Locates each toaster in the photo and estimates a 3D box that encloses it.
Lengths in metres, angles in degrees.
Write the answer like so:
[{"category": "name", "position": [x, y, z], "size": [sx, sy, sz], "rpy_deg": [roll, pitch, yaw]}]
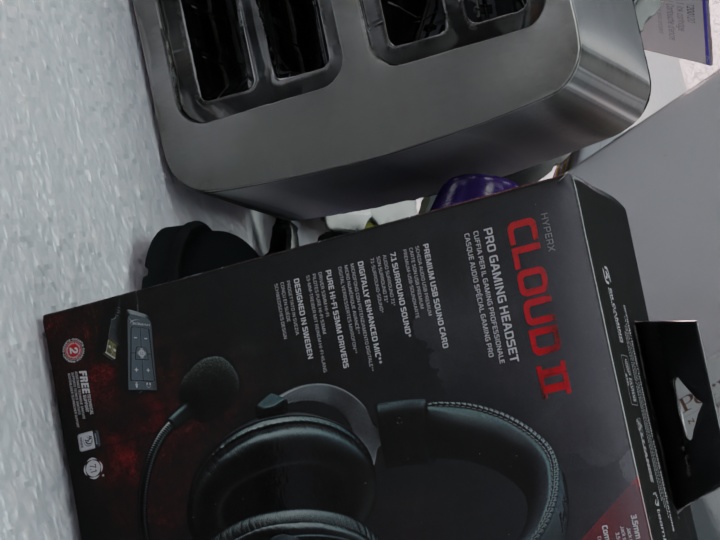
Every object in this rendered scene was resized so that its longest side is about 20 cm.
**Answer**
[{"category": "toaster", "position": [0.007, -0.114, 0.961], "size": [0.119, 0.180, 0.201], "rpy_deg": [8, 69, -69]}]

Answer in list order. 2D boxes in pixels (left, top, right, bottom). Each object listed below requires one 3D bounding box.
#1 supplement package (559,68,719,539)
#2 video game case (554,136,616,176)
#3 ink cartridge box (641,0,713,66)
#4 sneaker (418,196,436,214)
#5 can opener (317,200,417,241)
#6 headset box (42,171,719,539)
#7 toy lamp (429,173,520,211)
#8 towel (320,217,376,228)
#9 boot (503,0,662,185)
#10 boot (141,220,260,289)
[{"category": "supplement package", "position": [0.158, 0.038, 0.918], "size": [0.200, 0.117, 0.117], "rpy_deg": [57, 0, -45]}, {"category": "video game case", "position": [0.095, 0.006, 1.224], "size": [0.200, 0.022, 0.182], "rpy_deg": [-70, 179, -52]}, {"category": "ink cartridge box", "position": [0.087, -0.183, 1.251], "size": [0.198, 0.200, 0.043], "rpy_deg": [68, 37, -66]}, {"category": "sneaker", "position": [0.041, 0.018, 1.157], "size": [0.200, 0.073, 0.071], "rpy_deg": [-56, 158, -50]}, {"category": "can opener", "position": [0.000, 0.000, 1.054], "size": [0.053, 0.066, 0.201], "rpy_deg": [1, 79, -36]}, {"category": "headset box", "position": [0.016, 0.064, 0.754], "size": [0.077, 0.200, 0.149], "rpy_deg": [19, 58, -69]}, {"category": "toy lamp", "position": [0.034, 0.061, 0.912], "size": [0.058, 0.058, 0.200], "rpy_deg": [49, 48, -62]}, {"category": "towel", "position": [-0.018, -0.107, 1.170], "size": [0.144, 0.023, 0.201], "rpy_deg": [26, 52, -72]}, {"category": "boot", "position": [0.042, -0.156, 1.073], "size": [0.200, 0.066, 0.165], "rpy_deg": [52, 50, -26]}, {"category": "boot", "position": [0.018, 0.061, 0.841], "size": [0.076, 0.168, 0.201], "rpy_deg": [45, 33, -64]}]
